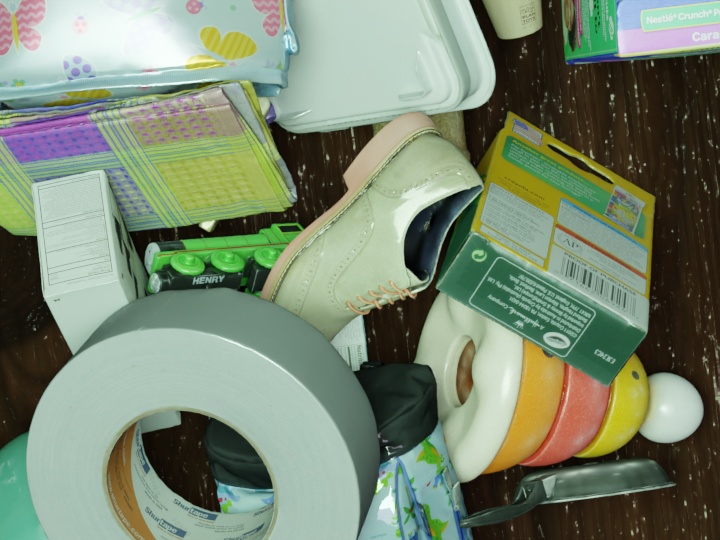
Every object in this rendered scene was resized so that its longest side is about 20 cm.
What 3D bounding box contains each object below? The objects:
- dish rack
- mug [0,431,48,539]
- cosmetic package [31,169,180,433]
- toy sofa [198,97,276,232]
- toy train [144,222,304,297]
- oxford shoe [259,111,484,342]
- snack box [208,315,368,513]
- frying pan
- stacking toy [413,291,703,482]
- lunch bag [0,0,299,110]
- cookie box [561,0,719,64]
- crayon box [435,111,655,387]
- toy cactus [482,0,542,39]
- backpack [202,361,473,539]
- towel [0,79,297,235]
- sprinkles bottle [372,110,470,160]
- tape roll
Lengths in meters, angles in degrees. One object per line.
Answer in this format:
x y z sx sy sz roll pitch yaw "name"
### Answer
-0.021 -0.164 1.041 0.044 0.199 0.172 -40 114 -38 "dish rack"
-0.182 0.189 1.084 0.114 0.152 0.185 -46 69 2 "mug"
-0.159 0.027 1.050 0.050 0.200 0.083 -10 60 -1 "cosmetic package"
-0.157 -0.114 1.101 0.199 0.083 0.098 30 88 -4 "toy sofa"
-0.053 -0.006 1.087 0.199 0.056 0.042 -4 125 -32 "toy train"
0.000 0.000 1.026 0.074 0.071 0.201 43 111 28 "oxford shoe"
-0.045 0.121 1.147 0.115 0.037 0.201 -7 95 -1 "snack box"
0.123 0.149 1.103 0.189 0.115 0.031 -3 81 -25 "frying pan"
0.146 0.080 1.124 0.199 0.146 0.147 9 95 -21 "stacking toy"
-0.140 -0.182 1.000 0.199 0.127 0.171 -6 90 7 "lunch bag"
0.225 -0.177 1.047 0.170 0.200 0.076 -6 95 -1 "cookie box"
0.127 -0.019 1.077 0.125 0.200 0.052 30 119 -4 "crayon box"
0.092 -0.233 1.055 0.199 0.102 0.166 -30 114 -30 "toy cactus"
-0.003 0.180 1.065 0.162 0.154 0.201 -10 124 18 "backpack"
-0.145 -0.064 1.004 0.199 0.144 0.023 -7 63 11 "towel"
0.032 -0.167 1.109 0.068 0.068 0.201 -7 95 -1 "sprinkles bottle"
-0.091 0.113 0.960 0.199 0.066 0.202 4 111 11 "tape roll"
